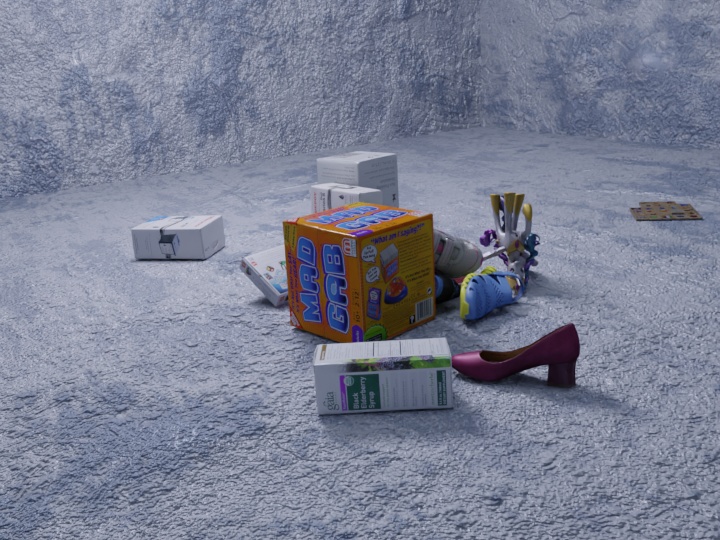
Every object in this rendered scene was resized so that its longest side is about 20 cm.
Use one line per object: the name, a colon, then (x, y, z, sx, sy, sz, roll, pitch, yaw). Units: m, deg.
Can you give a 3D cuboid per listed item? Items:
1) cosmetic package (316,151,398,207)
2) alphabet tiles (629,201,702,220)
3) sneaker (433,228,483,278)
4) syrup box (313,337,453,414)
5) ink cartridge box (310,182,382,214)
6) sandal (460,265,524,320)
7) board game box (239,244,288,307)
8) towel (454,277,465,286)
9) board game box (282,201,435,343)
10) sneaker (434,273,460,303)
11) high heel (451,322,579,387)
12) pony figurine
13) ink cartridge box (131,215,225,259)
cosmetic package: (-0.005, -0.214, 2.126, 0.163, 0.203, 0.164, 11, 22, 43)
alphabet tiles: (0.821, -0.163, 2.105, 0.164, 0.008, 0.200, -1, 17, 12)
sneaker: (0.140, -0.040, 1.499, 0.197, 0.083, 0.088, 12, -7, 10)
syrup box: (0.033, 0.153, 1.126, 0.196, 0.080, 0.082, -3, 17, 2)
ink cartridge box: (-0.037, -0.139, 1.976, 0.083, 0.148, 0.199, -12, 18, -39)
sandal: (0.247, 0.041, 1.455, 0.086, 0.081, 0.199, 10, 23, 29)
board game box: (-0.143, -0.002, 1.652, 0.199, 0.035, 0.126, -21, 56, -45)
towel: (0.164, 0.008, 1.671, 0.142, 0.023, 0.200, -7, 17, -7)
board game box: (0.000, 0.000, 1.420, 0.198, 0.203, 0.198, -18, 23, -42)
sneaker: (0.109, 0.036, 1.536, 0.077, 0.071, 0.199, 13, -4, -40)
high heel: (0.230, 0.116, 1.169, 0.197, 0.098, 0.067, 2, 17, 19)
pony figurine: (0.302, -0.056, 1.600, 0.164, 0.204, 0.193, -1, 4, -7)
ink cartridge box: (-0.473, -0.087, 2.025, 0.197, 0.087, 0.147, -1, 17, 14)
